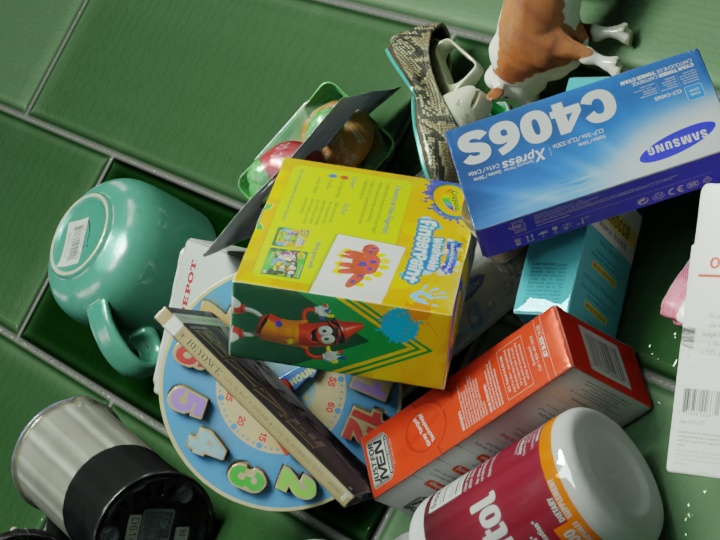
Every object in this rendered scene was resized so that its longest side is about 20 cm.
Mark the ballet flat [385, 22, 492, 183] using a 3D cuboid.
[{"bbox_3d":[0.073,-0.149,1.786,0.075,0.068,0.200,-29,41,13],"label":"ballet flat"}]

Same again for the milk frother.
[{"bbox_3d":[-0.268,0.214,1.863,0.188,0.200,0.181,29,93,53],"label":"milk frother"}]

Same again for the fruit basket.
[{"bbox_3d":[-0.054,-0.095,1.830,0.094,0.200,0.185,46,107,10],"label":"fruit basket"}]

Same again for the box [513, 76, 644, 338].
[{"bbox_3d":[0.177,-0.042,1.610,0.049,0.082,0.200,2,67,34],"label":"box"}]

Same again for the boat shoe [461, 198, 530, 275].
[{"bbox_3d":[0.131,-0.063,1.662,0.072,0.066,0.201,-6,26,23],"label":"boat shoe"}]

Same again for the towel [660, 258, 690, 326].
[{"bbox_3d":[0.311,-0.007,1.482,0.200,0.030,0.147,21,83,52],"label":"towel"}]

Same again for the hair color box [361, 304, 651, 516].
[{"bbox_3d":[0.107,0.115,1.575,0.200,0.101,0.061,-37,47,27],"label":"hair color box"}]

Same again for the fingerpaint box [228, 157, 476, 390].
[{"bbox_3d":[0.000,0.000,1.622,0.200,0.166,0.074,-74,-9,-58],"label":"fingerpaint box"}]

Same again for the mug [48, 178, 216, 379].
[{"bbox_3d":[-0.224,-0.005,2.023,0.152,0.114,0.185,-53,37,9],"label":"mug"}]

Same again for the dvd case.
[{"bbox_3d":[-0.065,0.102,1.599,0.200,0.149,0.016,44,95,9],"label":"dvd case"}]

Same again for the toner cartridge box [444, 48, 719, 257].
[{"bbox_3d":[0.170,-0.087,1.550,0.199,0.043,0.095,-19,59,4],"label":"toner cartridge box"}]

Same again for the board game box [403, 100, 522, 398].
[{"bbox_3d":[0.070,-0.023,1.771,0.200,0.026,0.200,-42,41,23],"label":"board game box"}]

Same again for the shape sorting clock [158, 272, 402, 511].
[{"bbox_3d":[-0.065,0.095,1.696,0.200,0.200,0.039,-57,1,4],"label":"shape sorting clock"}]

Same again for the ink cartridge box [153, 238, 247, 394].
[{"bbox_3d":[-0.084,0.064,1.816,0.200,0.083,0.146,20,99,53],"label":"ink cartridge box"}]

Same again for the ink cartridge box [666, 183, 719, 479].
[{"bbox_3d":[0.280,0.045,1.414,0.116,0.067,0.201,3,84,50],"label":"ink cartridge box"}]

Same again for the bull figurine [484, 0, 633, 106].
[{"bbox_3d":[0.162,-0.215,1.714,0.121,0.201,0.065,9,29,16],"label":"bull figurine"}]

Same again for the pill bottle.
[{"bbox_3d":[0.110,0.192,1.513,0.200,0.113,0.113,-36,43,29],"label":"pill bottle"}]
